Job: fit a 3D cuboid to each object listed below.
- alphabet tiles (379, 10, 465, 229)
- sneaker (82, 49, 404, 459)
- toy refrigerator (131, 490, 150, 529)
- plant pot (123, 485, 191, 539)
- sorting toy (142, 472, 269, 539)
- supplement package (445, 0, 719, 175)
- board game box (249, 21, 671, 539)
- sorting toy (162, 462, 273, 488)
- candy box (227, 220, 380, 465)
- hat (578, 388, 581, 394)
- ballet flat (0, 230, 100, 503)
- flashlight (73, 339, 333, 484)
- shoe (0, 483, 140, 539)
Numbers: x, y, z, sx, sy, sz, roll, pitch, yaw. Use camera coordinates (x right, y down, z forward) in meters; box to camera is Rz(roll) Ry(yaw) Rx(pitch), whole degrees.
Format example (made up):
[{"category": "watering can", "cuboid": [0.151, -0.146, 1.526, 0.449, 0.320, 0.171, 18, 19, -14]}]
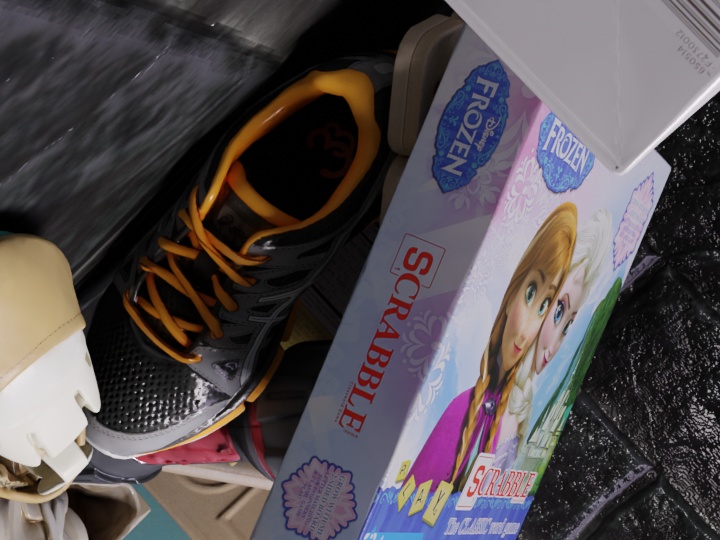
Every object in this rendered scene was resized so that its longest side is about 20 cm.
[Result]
[{"category": "alphabet tiles", "cuboid": [0.064, -0.075, 0.694, 0.200, 0.015, 0.196, -37, 139, -52]}, {"category": "sneaker", "cuboid": [-0.049, -0.010, 0.658, 0.200, 0.078, 0.077, -52, 169, 8]}, {"category": "toy refrigerator", "cuboid": [-0.198, 0.167, 0.978, 0.076, 0.070, 0.200, -45, 176, 15]}, {"category": "plant pot", "cuboid": [-0.126, 0.176, 1.300, 0.200, 0.141, 0.141, -50, 177, -8]}, {"category": "sorting toy", "cuboid": [-0.043, 0.118, 1.140, 0.185, 0.200, 0.036, -42, 152, -10]}, {"category": "supplement package", "cuboid": [0.109, -0.133, 0.539, 0.121, 0.120, 0.200, -47, 175, 31]}, {"category": "board game box", "cuboid": [0.050, 0.023, 0.671, 0.200, 0.041, 0.200, -68, 158, 1]}, {"category": "sorting toy", "cuboid": [-0.065, 0.102, 0.964, 0.200, 0.185, 0.037, 117, -17, -83]}, {"category": "candy box", "cuboid": [0.000, 0.000, 0.813, 0.200, 0.056, 0.117, -45, 175, 39]}, {"category": "hat", "cuboid": [0.062, -0.001, 1.053, 0.081, 0.201, 0.201, -24, 175, -2]}, {"category": "ballet flat", "cuboid": [-0.113, 0.040, 0.575, 0.069, 0.063, 0.200, -42, 175, -16]}, {"category": "flashlight", "cuboid": [-0.070, 0.070, 0.760, 0.200, 0.068, 0.068, -8, -142, 42]}, {"category": "shoe", "cuboid": [-0.155, 0.124, 0.849, 0.053, 0.070, 0.200, -10, 175, 3]}]
